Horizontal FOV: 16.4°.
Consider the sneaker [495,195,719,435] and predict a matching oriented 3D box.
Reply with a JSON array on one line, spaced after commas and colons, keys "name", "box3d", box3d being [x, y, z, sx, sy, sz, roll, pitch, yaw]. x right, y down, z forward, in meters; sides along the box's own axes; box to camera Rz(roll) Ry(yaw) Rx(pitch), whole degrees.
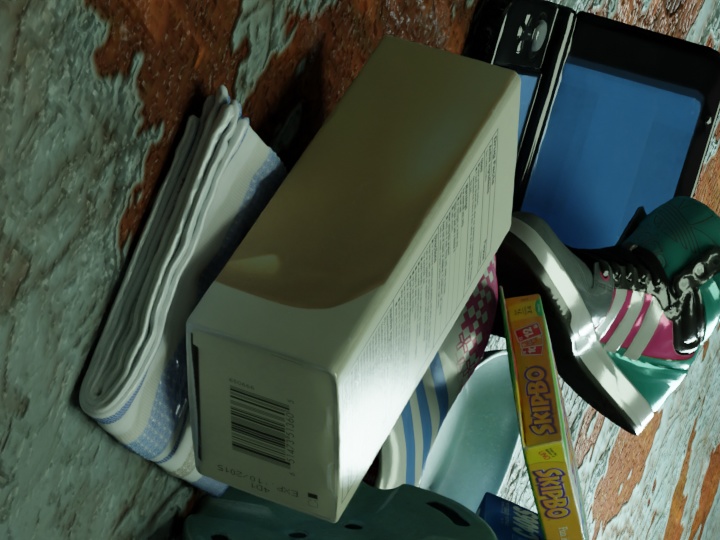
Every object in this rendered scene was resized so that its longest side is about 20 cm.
[{"name": "sneaker", "box3d": [0.150, -0.001, 1.410, 0.121, 0.084, 0.200, -49, 140, -9]}]

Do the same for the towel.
[{"name": "towel", "box3d": [-0.061, 0.017, 1.091, 0.200, 0.024, 0.147, 53, 58, -70]}]

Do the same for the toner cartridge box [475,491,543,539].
[{"name": "toner cartridge box", "box3d": [0.069, 0.195, 1.407, 0.200, 0.043, 0.095, -63, 175, -82]}]

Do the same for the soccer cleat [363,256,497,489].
[{"name": "soccer cleat", "box3d": [0.017, 0.050, 1.298, 0.086, 0.070, 0.200, 38, 67, -60]}]

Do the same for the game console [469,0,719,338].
[{"name": "game console", "box3d": [0.119, -0.048, 1.438, 0.176, 0.116, 0.200, -7, 114, -72]}]

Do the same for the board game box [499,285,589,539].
[{"name": "board game box", "box3d": [0.102, 0.099, 1.354, 0.200, 0.030, 0.096, 69, 12, -52]}]

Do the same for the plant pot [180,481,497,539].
[{"name": "plant pot", "box3d": [-0.016, 0.212, 1.178, 0.200, 0.200, 0.196, -35, 132, -64]}]

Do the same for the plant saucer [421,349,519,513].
[{"name": "plant saucer", "box3d": [0.032, 0.128, 1.443, 0.200, 0.036, 0.200, -49, 154, -33]}]

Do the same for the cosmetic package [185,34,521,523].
[{"name": "cosmetic package", "box3d": [0.000, 0.000, 1.099, 0.105, 0.071, 0.200, 91, 24, -45]}]
